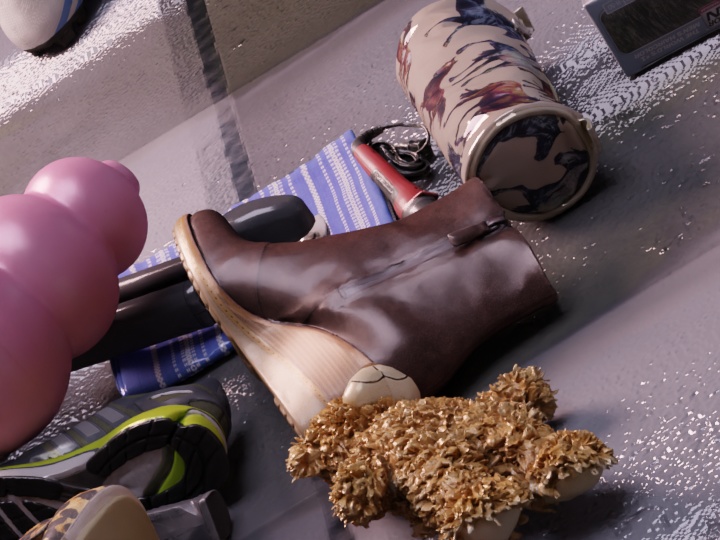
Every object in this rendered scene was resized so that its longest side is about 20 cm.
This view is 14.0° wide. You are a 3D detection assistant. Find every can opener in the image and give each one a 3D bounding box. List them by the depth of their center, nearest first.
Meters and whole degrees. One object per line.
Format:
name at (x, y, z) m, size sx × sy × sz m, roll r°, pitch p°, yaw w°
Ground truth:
can opener at (-0.110, 0.001, 1.761) m, size 0.200 × 0.067 × 0.053 m, roll -19°, pitch 35°, yaw 22°

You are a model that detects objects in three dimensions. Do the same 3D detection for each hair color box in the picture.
hair color box at (0.183, -0.210, 1.809) m, size 0.099 × 0.061 × 0.200 m, roll -27°, pitch 30°, yaw 14°

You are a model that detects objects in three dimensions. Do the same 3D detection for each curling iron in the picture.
curling iron at (0.042, -0.042, 1.735) m, size 0.050 × 0.026 × 0.200 m, roll -17°, pitch 29°, yaw -10°

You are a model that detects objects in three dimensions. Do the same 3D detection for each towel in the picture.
towel at (-0.073, -0.003, 1.811) m, size 0.200 × 0.024 × 0.145 m, roll -32°, pitch 30°, yaw 6°

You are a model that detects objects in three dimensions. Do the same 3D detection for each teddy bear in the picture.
teddy bear at (0.042, 0.089, 1.486) m, size 0.145 × 0.067 × 0.200 m, roll -26°, pitch 21°, yaw -8°

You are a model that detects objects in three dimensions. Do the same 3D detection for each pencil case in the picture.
pencil case at (0.081, -0.099, 1.733) m, size 0.089 × 0.078 × 0.200 m, roll -37°, pitch 28°, yaw 6°

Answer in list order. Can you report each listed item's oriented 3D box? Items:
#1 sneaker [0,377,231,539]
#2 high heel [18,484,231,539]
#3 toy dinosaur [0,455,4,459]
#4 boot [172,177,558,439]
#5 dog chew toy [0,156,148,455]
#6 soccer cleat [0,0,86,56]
sneaker at (-0.153, 0.118, 1.685) m, size 0.200 × 0.074 × 0.081 m, roll -19°, pitch 18°, yaw 23°
high heel at (-0.166, 0.162, 1.554) m, size 0.142 × 0.071 × 0.200 m, roll -19°, pitch -4°, yaw 20°
toy dinosaur at (-0.282, 0.099, 1.798) m, size 0.200 × 0.102 × 0.077 m, roll -43°, pitch 30°, yaw -16°
boot at (0.000, 0.000, 1.650) m, size 0.166 × 0.072 × 0.200 m, roll -35°, pitch 52°, yaw -4°
dog chew toy at (-0.200, 0.014, 1.717) m, size 0.124 × 0.125 × 0.200 m, roll 7°, pitch 51°, yaw 51°
soccer cleat at (-0.234, -0.254, 2.285) m, size 0.070 × 0.086 × 0.200 m, roll -16°, pitch 34°, yaw 30°
